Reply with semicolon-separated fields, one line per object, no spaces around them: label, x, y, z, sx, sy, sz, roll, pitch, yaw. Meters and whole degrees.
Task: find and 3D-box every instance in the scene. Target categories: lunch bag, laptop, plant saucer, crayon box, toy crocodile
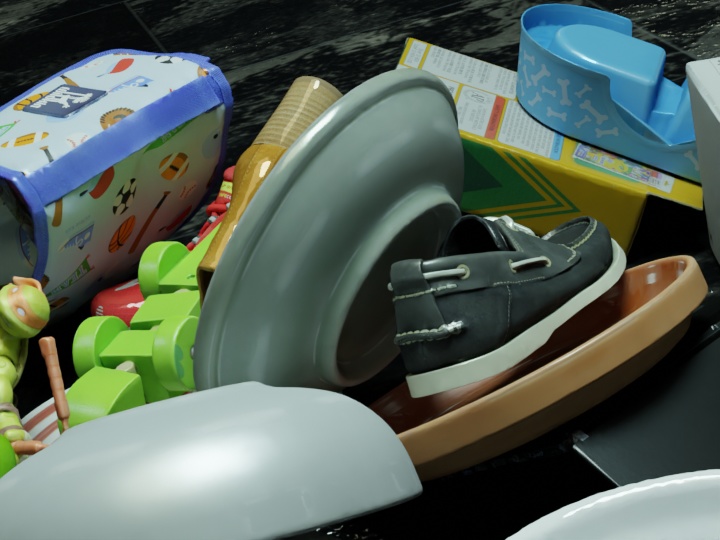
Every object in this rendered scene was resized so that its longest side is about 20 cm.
lunch bag;-0.180;-0.048;1.133;0.170;0.124;0.200;-36;1;-36
laptop;0.159;0.086;0.891;0.177;0.104;0.200;-30;3;-34
plant saucer;0.000;0.000;0.915;0.050;0.201;0.200;33;45;23
plant saucer;0.078;0.052;0.905;0.200;0.032;0.200;-27;3;2
crayon box;0.108;-0.072;1.146;0.199;0.052;0.126;17;28;2
toy crocodile;-0.097;0.032;1.007;0.067;0.062;0.200;-2;30;26

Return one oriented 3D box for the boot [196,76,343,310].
boot;-0.027;0.007;1.015;0.070;0.201;0.145;9;60;29

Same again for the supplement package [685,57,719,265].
supplement package;0.291;-0.063;1.017;0.199;0.117;0.117;-13;25;2

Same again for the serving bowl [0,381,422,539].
serving bowl;-0.077;0.089;0.792;0.199;0.066;0.200;-14;-6;-2

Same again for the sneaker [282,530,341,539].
sneaker;-0.074;0.166;0.755;0.199;0.075;0.084;-23;21;-21

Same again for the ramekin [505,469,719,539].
ramekin;0.126;0.161;0.636;0.199;0.098;0.201;-12;24;5

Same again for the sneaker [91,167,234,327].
sneaker;-0.079;-0.018;1.129;0.199;0.085;0.077;-24;25;-24

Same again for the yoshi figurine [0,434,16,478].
yoshi figurine;-0.206;0.164;0.842;0.112;0.112;0.200;-46;12;46

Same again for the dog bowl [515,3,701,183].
dog bowl;0.186;-0.102;1.137;0.199;0.050;0.112;21;28;6

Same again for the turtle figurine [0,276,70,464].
turtle figurine;-0.220;0.049;1.003;0.161;0.064;0.200;-41;57;17

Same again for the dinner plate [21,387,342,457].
dinner plate;-0.104;0.097;0.987;0.199;0.024;0.200;-12;23;5

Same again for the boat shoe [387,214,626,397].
boat shoe;0.074;0.000;0.909;0.072;0.068;0.200;-23;3;32
